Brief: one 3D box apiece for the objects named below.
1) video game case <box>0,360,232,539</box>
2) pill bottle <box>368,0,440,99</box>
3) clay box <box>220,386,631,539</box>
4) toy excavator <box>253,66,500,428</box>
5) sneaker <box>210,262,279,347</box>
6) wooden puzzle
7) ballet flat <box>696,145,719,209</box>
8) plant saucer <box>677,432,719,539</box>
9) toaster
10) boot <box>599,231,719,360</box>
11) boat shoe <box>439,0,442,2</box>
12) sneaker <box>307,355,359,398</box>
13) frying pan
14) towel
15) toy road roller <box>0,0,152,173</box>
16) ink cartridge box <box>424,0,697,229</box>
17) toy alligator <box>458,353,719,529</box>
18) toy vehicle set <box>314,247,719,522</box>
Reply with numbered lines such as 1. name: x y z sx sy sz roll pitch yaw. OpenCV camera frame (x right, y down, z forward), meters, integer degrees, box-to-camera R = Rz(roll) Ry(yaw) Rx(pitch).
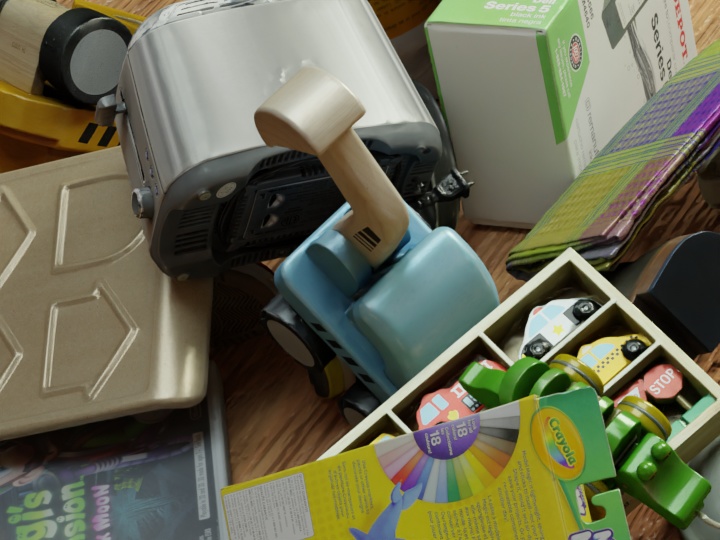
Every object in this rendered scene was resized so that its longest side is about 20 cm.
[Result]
1. video game case: -0.160 0.131 1.621 0.182 0.023 0.200 -14 32 3
2. pill bottle: -0.007 -0.196 1.886 0.111 0.200 0.111 -12 33 8
3. clay box: 0.038 0.135 1.415 0.200 0.048 0.115 -17 74 19
4. toy excavator: 0.012 -0.009 1.538 0.100 0.194 0.200 -43 2 -19
5. sneaker: -0.117 -0.014 1.778 0.200 0.071 0.113 3 40 30
6. wooden puzzle: -0.176 0.019 1.690 0.200 0.046 0.185 -9 55 15
7. ballet flat: 0.227 -0.052 1.693 0.063 0.069 0.200 -29 33 -4
8. plant saucer: 0.253 0.090 1.481 0.200 0.050 0.200 -12 33 8
9. toaster: -0.045 -0.083 1.650 0.200 0.114 0.129 -12 61 -20
10. boot: 0.121 0.061 1.590 0.200 0.075 0.097 -45 15 -22
11. boat shoe: 0.075 -0.206 1.870 0.070 0.201 0.072 -24 59 16
12. sneaker: 0.000 0.000 1.719 0.085 0.075 0.200 -9 41 -1
13. frying pan: 0.026 -0.069 1.786 0.031 0.115 0.190 -12 11 -11
14. towel: 0.170 -0.068 1.666 0.200 0.023 0.144 -47 11 -18
15. toy road roller: -0.169 -0.100 1.915 0.200 0.146 0.123 8 13 -41
16. ink cartridge box: 0.126 -0.139 1.793 0.084 0.146 0.200 6 38 28
17. toy alligator: 0.129 0.090 1.438 0.200 0.054 0.059 32 70 24
18. toy vehicle set: 0.076 0.093 1.493 0.200 0.027 0.124 -40 62 -13
